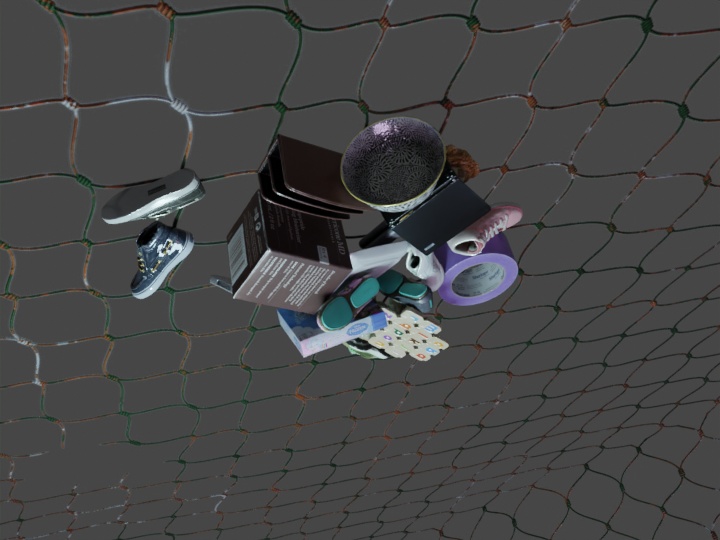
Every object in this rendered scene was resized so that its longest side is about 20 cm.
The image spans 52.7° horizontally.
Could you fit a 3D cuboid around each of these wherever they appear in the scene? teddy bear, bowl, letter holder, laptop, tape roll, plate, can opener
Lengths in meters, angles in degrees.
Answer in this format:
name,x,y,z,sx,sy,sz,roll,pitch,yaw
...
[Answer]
name,x,y,z,sx,sy,sz,roll,pitch,yaw
teddy bear,0.156,-0.157,1.482,0.198,0.146,0.067,-30,-175,20
bowl,0.069,-0.179,1.357,0.198,0.203,0.094,-19,147,7
letter holder,-0.081,-0.151,1.387,0.198,0.144,0.101,12,137,-31
laptop,0.129,-0.158,1.455,0.176,0.202,0.103,-36,167,27
tape roll,0.270,-0.009,1.739,0.197,0.086,0.201,-10,144,-7
plate,0.000,0.000,1.616,0.198,0.033,0.199,-13,163,-41
can opener,0.080,-0.091,1.595,0.199,0.053,0.066,-36,139,26

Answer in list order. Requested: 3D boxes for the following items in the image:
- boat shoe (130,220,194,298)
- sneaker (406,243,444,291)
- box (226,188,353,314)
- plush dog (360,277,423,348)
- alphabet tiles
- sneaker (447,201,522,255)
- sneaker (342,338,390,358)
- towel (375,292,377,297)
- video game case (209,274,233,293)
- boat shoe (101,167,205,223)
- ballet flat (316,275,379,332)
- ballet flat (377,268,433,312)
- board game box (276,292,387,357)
name,x,y,z,sx,sy,sz,roll,pitch,yaw
boat shoe,-0.437,-0.026,1.500,0.200,0.071,0.090,-42,134,23
sneaker,0.136,-0.014,1.625,0.080,0.070,0.202,-49,145,-26
box,-0.150,-0.036,1.494,0.198,0.168,0.164,13,136,-33
plush dog,0.063,0.129,1.792,0.169,0.162,0.201,-4,144,-4
alphabet tiles,0.101,0.147,1.693,0.194,0.015,0.200,29,143,-14
sneaker,0.280,-0.086,1.625,0.197,0.106,0.076,-9,142,-8
sneaker,-0.007,0.202,1.937,0.088,0.078,0.199,-29,140,33
towel,-0.058,0.070,1.786,0.197,0.031,0.150,-6,145,-15
video game case,-0.212,0.051,1.607,0.198,0.182,0.022,13,92,-32
boat shoe,-0.391,-0.126,1.378,0.197,0.071,0.064,-19,142,4
ballet flat,-0.038,0.073,1.543,0.071,0.200,0.070,-12,110,45
ballet flat,0.101,0.052,1.680,0.072,0.199,0.074,-10,108,-32
board game box,-0.067,0.105,1.620,0.197,0.200,0.044,-20,113,-15
